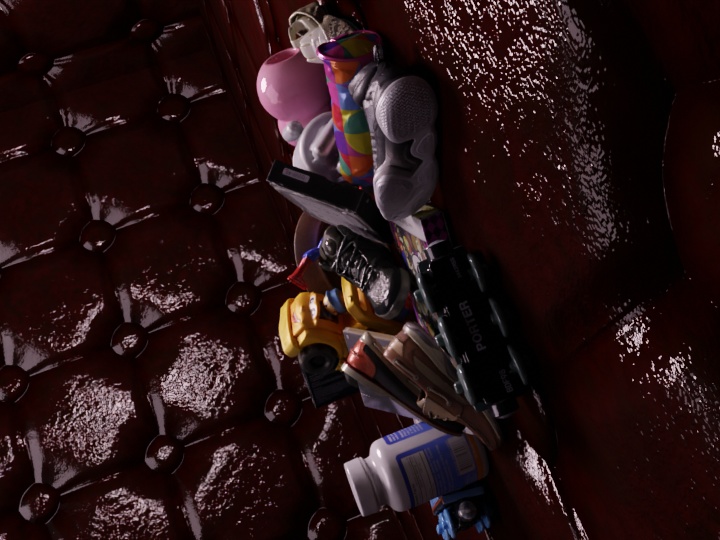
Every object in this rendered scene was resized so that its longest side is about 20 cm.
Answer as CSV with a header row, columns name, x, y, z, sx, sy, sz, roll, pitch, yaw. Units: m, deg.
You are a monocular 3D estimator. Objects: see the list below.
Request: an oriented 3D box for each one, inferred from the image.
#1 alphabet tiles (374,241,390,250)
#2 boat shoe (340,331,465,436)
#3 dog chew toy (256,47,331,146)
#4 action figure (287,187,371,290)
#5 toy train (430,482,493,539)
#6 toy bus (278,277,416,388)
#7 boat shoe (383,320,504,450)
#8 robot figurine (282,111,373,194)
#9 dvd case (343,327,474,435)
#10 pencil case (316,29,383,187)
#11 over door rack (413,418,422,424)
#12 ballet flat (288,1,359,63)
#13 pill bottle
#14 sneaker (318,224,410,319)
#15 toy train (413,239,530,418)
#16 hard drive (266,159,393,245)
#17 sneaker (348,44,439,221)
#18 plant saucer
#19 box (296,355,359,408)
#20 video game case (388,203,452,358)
name,x,y,z,sx,sy,sz,roll,pitch,yaw
alphabet tiles,0.024,-0.052,1.356,0.167,0.006,0.200,89,159,-65
boat shoe,0.070,0.160,1.046,0.200,0.063,0.071,33,177,-9
dog chew toy,-0.087,-0.259,1.242,0.200,0.124,0.125,66,174,-31
action figure,-0.041,-0.058,1.213,0.052,0.200,0.065,33,171,-4
toy train,0.157,0.380,1.250,0.200,0.086,0.114,87,167,-67
toy bus,-0.003,0.071,1.188,0.192,0.200,0.136,-54,29,33
boat shoe,0.107,0.159,0.991,0.200,0.072,0.076,50,178,1
robot figurine,-0.043,-0.172,1.144,0.169,0.113,0.200,35,172,-6
dvd case,0.074,0.160,1.105,0.200,0.016,0.149,7,126,34
pencil case,-0.001,-0.198,0.953,0.088,0.088,0.200,-119,15,-44
over door rack,0.100,0.206,1.287,0.200,0.066,0.148,-116,10,-71
ballet flat,-0.057,-0.319,1.042,0.200,0.075,0.068,-123,17,-54
pill bottle,0.082,0.293,1.140,0.112,0.200,0.112,160,90,-81
sneaker,0.000,0.000,1.050,0.076,0.114,0.200,-62,22,16
toy train,0.120,0.063,0.829,0.114,0.085,0.200,46,-159,-83
hard drive,-0.034,-0.091,1.073,0.139,0.038,0.200,21,177,18
sneaker,0.037,-0.156,0.860,0.200,0.075,0.114,90,159,-50
plant saucer,-0.034,-0.025,1.307,0.034,0.200,0.201,-15,97,38
box,-0.014,0.150,1.401,0.079,0.200,0.141,-120,14,-49
video game case,0.091,0.005,0.992,0.181,0.036,0.200,-132,24,-71
